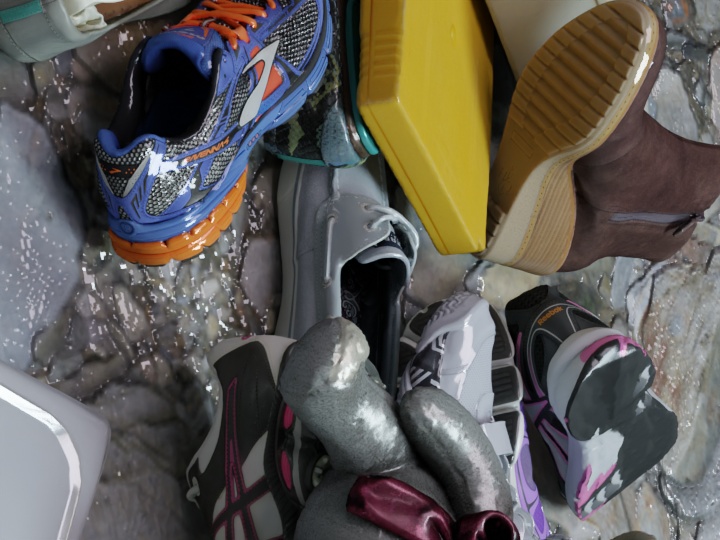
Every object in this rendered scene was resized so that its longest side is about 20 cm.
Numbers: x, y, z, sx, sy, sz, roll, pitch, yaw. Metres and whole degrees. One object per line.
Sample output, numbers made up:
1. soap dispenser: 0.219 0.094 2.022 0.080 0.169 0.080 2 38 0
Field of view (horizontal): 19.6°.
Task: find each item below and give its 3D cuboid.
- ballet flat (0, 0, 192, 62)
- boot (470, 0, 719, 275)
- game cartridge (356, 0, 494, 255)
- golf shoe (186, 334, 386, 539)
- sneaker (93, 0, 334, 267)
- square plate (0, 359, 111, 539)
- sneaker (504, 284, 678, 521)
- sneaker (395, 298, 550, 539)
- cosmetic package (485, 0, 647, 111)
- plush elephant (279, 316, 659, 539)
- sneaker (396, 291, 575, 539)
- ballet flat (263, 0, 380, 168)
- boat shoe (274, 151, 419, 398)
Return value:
1. ballet flat: -0.105 -0.156 1.029 0.200 0.064 0.067 -41 112 -48
2. boot: 0.162 -0.078 1.237 0.166 0.200 0.072 -2 47 -38
3. game cartridge: 0.038 -0.128 1.158 0.176 0.032 0.200 58 32 -55
4. golf shoe: -0.041 0.128 1.025 0.077 0.088 0.200 -6 108 -54
5. sneaker: -0.071 -0.098 1.022 0.078 0.075 0.200 69 36 -49
6. square plate: -0.192 0.111 0.881 0.200 0.028 0.198 37 53 -38
7. sneaker: 0.129 0.069 1.210 0.080 0.086 0.200 -33 149 -13
8. sneaker: 0.064 0.115 1.169 0.083 0.081 0.200 25 56 -75
9. cosmetic package: 0.111 -0.186 1.231 0.200 0.073 0.104 62 23 -43
10. plush elephant: 0.040 0.146 0.932 0.200 0.155 0.165 40 75 -46
11. sneaker: 0.071 0.117 1.088 0.075 0.115 0.200 12 90 -78
12. ballet flat: -0.025 -0.146 1.116 0.074 0.074 0.200 31 50 -42
13. boat shoe: -0.001 0.000 1.105 0.070 0.071 0.201 25 62 -44
